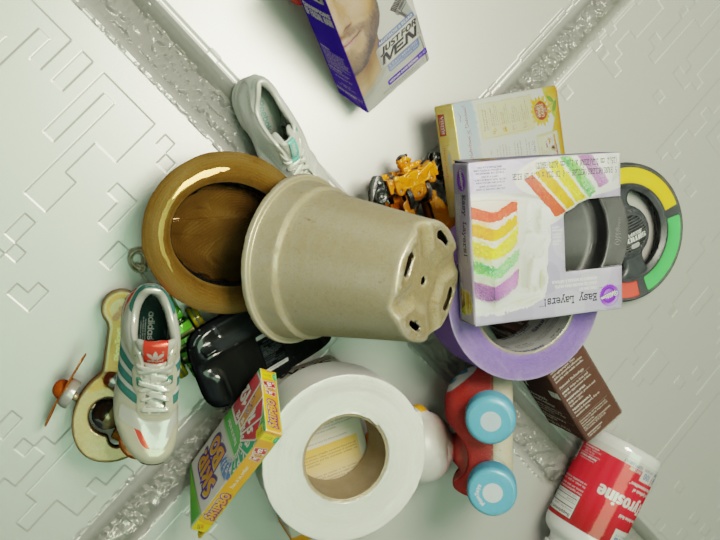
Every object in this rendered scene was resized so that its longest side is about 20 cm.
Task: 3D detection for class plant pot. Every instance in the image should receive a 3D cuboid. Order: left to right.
[{"bbox_3d":[0.000,0.000,0.953,0.200,0.183,0.201,-20,115,-52],"label":"plant pot"}]

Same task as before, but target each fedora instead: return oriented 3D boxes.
[{"bbox_3d":[-0.163,-0.045,0.999,0.200,0.082,0.202,-4,98,-28],"label":"fedora"}]

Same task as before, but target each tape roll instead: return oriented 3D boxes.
[{"bbox_3d":[-0.026,0.212,1.009,0.202,0.071,0.203,-2,97,-18],"label":"tape roll"},{"bbox_3d":[0.183,0.027,1.035,0.199,0.085,0.201,-2,98,-16],"label":"tape roll"}]

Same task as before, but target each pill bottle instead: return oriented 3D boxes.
[{"bbox_3d":[0.337,0.336,1.219,0.112,0.112,0.201,29,87,-21],"label":"pill bottle"}]

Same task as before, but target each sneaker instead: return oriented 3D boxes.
[{"bbox_3d":[-0.230,0.109,0.920,0.070,0.093,0.201,1,80,-17],"label":"sneaker"},{"bbox_3d":[-0.087,-0.138,1.012,0.075,0.088,0.200,-35,108,-14],"label":"sneaker"}]

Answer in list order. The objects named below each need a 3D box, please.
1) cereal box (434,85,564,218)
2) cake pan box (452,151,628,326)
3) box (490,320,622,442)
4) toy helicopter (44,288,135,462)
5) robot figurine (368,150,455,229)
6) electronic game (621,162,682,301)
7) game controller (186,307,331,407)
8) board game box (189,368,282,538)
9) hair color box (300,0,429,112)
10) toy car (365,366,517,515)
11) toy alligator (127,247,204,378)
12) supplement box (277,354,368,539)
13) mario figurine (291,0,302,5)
[{"bbox_3d":[0.188,-0.157,1.110,0.199,0.039,0.145,-16,102,-35],"label":"cereal box"},{"bbox_3d":[0.205,-0.038,0.965,0.199,0.052,0.185,-4,100,-16],"label":"cake pan box"},{"bbox_3d":[0.266,0.130,1.172,0.075,0.100,0.200,-36,107,-12],"label":"box"},{"bbox_3d":[-0.293,0.120,0.986,0.132,0.079,0.201,4,88,-12],"label":"toy helicopter"},{"bbox_3d":[0.076,-0.052,1.094,0.145,0.058,0.201,-25,105,-26],"label":"robot figurine"},{"bbox_3d":[0.380,-0.054,1.222,0.199,0.042,0.201,-3,98,-21],"label":"electronic game"},{"bbox_3d":[-0.116,0.083,1.032,0.200,0.042,0.105,-29,120,-35],"label":"game controller"},{"bbox_3d":[-0.151,0.214,0.985,0.030,0.096,0.200,20,121,-25],"label":"board game box"},{"bbox_3d":[0.004,-0.294,0.985,0.109,0.065,0.200,-43,144,-11],"label":"hair color box"},{"bbox_3d":[0.101,0.211,1.110,0.199,0.184,0.178,-1,98,8],"label":"toy car"},{"bbox_3d":[-0.218,0.063,1.007,0.059,0.054,0.201,-31,106,-14],"label":"toy alligator"},{"bbox_3d":[-0.061,0.224,1.076,0.126,0.073,0.201,-16,102,-17],"label":"supplement box"},{"bbox_3d":[-0.011,-0.385,1.000,0.123,0.106,0.200,45,79,-17],"label":"mario figurine"}]
